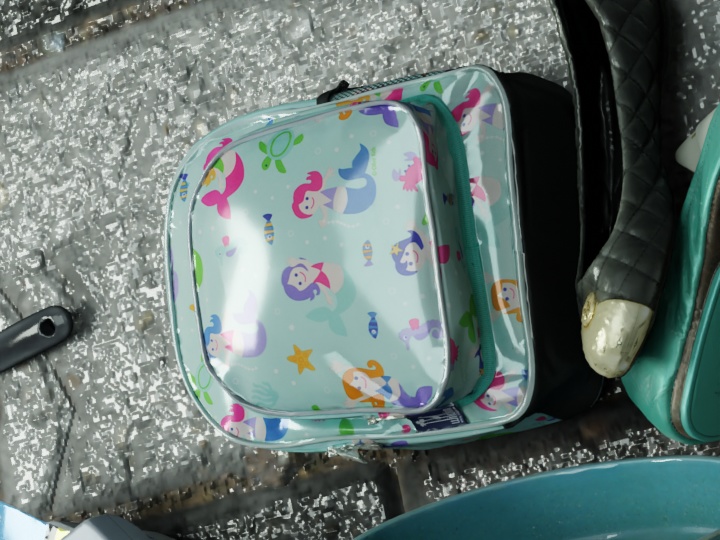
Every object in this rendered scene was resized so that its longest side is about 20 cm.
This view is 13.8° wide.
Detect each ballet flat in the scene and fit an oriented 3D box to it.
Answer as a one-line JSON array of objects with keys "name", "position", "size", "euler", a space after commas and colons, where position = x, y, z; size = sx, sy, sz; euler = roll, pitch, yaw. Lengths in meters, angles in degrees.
[{"name": "ballet flat", "position": [0.161, -0.023, 1.321], "size": [0.070, 0.067, 0.201], "euler": [29, 103, 49]}, {"name": "ballet flat", "position": [0.107, -0.045, 1.325], "size": [0.066, 0.057, 0.201], "euler": [136, 141, -57]}]

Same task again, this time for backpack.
[{"name": "backpack", "position": [0.000, 0.000, 1.378], "size": [0.199, 0.150, 0.178], "euler": [-8, 86, 37]}]

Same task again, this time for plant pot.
[{"name": "plant pot", "position": [0.100, 0.199, 1.290], "size": [0.199, 0.200, 0.189], "euler": [-8, 101, 32]}]

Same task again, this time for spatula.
[{"name": "spatula", "position": [-0.229, 0.062, 1.586], "size": [0.200, 0.021, 0.057], "euler": [-27, 88, 27]}]

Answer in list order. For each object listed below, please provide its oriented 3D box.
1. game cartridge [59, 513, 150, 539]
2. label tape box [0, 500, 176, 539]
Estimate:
[{"name": "game cartridge", "position": [-0.110, 0.226, 1.427], "size": [0.133, 0.041, 0.200], "euler": [-39, 71, 31]}, {"name": "label tape box", "position": [-0.108, 0.210, 1.485], "size": [0.200, 0.066, 0.144], "euler": [19, 100, 33]}]
